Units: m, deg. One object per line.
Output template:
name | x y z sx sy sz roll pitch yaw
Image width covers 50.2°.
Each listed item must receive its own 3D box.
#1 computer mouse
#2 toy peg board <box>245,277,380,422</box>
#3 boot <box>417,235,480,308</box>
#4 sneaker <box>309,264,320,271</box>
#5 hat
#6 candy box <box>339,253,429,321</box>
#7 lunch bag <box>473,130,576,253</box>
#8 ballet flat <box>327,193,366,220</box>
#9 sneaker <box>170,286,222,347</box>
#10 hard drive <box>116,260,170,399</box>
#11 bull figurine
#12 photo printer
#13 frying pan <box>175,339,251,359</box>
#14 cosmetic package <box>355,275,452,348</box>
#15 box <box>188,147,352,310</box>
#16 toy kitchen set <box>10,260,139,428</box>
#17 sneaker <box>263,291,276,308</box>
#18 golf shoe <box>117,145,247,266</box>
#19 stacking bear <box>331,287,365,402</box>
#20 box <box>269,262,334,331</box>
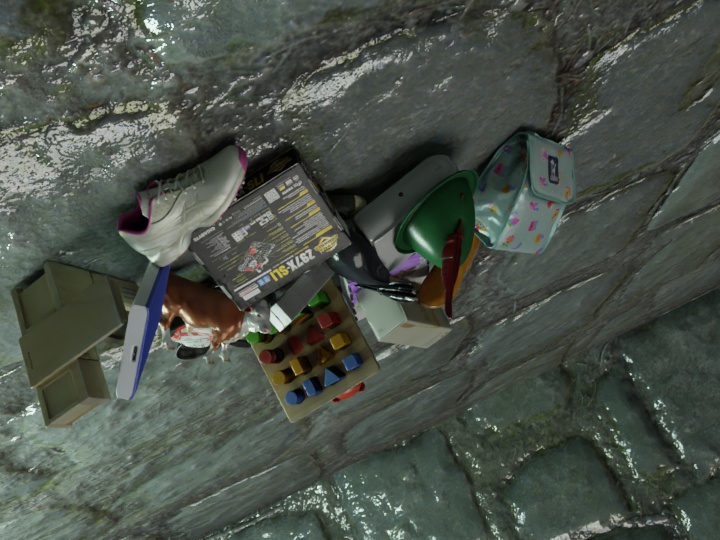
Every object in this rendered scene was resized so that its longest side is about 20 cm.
computer mouse | 0.000 0.000 1.224 0.053 0.137 0.200 -63 142 -16
toy peg board | -0.100 0.144 1.399 0.198 0.202 0.098 -31 170 9
boot | 0.167 -0.034 1.424 0.201 0.070 0.146 -43 146 -45
sneaker | -0.117 -0.018 1.211 0.197 0.068 0.090 -18 -172 -18
hat | 0.161 -0.025 1.178 0.199 0.176 0.166 -39 157 -7
candy box | 0.044 0.001 1.453 0.165 0.072 0.201 -25 157 -6
lunch bag | 0.290 -0.140 1.358 0.168 0.122 0.203 5 119 -45
ballet flat | -0.077 -0.072 1.185 0.197 0.057 0.067 -19 156 -22
sneaker | -0.238 0.079 1.282 0.197 0.069 0.108 -12 161 11
hard drive | -0.286 0.060 1.030 0.025 0.201 0.134 12 113 -10
bull figurine | -0.232 0.074 1.183 0.065 0.197 0.124 -56 167 -79
photo printer | 0.085 -0.093 1.262 0.199 0.070 0.167 -38 159 -9
frying pan | -0.258 0.122 1.432 0.188 0.031 0.115 -12 154 -39
cosmetic package | 0.084 0.078 1.434 0.071 0.106 0.199 -37 156 20
box | -0.133 -0.054 1.084 0.198 0.050 0.160 -31 129 7
toy kitchen set | -0.335 0.086 1.050 0.162 0.203 0.180 -32 157 17
sneaker | -0.191 0.065 1.321 0.074 0.080 0.201 -21 159 -28
golf shoe | -0.226 -0.089 0.973 0.200 0.076 0.091 -44 135 16
stacking bear | -0.060 0.154 1.496 0.119 0.202 0.114 -16 156 -23
box | -0.089 0.026 1.276 0.039 0.041 0.200 -40 -172 38
